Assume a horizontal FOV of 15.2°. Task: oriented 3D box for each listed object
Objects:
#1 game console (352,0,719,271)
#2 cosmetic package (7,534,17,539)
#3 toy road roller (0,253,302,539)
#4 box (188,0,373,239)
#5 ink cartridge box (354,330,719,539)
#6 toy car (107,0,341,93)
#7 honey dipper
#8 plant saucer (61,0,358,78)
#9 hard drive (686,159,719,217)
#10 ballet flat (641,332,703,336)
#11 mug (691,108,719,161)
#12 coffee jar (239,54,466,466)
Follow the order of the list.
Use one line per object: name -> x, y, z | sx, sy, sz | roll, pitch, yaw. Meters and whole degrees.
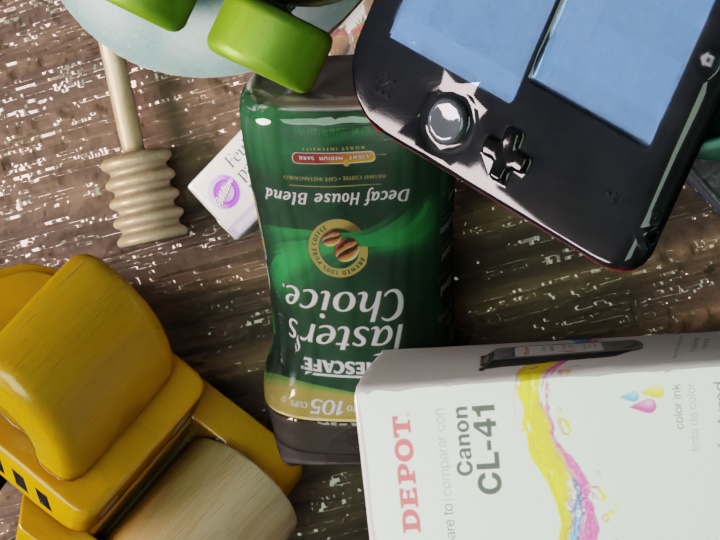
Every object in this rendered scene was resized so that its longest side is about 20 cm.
game console -> 0.090, -0.124, 1.161 | 0.177, 0.031, 0.200 | 35, 110, 35
cosmetic package -> -0.190, 0.204, 1.367 | 0.087, 0.200, 0.103 | 44, 111, 7
toy road roller -> -0.126, 0.080, 1.335 | 0.200, 0.146, 0.123 | 38, 65, 6
box -> -0.004, -0.098, 1.340 | 0.039, 0.041, 0.200 | 47, 109, 6
ink cartridge box -> 0.106, 0.108, 1.233 | 0.200, 0.086, 0.148 | -5, 98, 9
toy car -> -0.080, -0.194, 1.194 | 0.158, 0.200, 0.164 | 27, 94, 31
honey dipper -> -0.125, -0.112, 1.385 | 0.038, 0.038, 0.200 | -10, 91, 20
plant saucer -> -0.077, -0.196, 1.327 | 0.201, 0.039, 0.201 | -2, 84, 17
hard drive -> 0.243, -0.043, 1.263 | 0.200, 0.042, 0.135 | 41, 109, 9
ballet flat -> 0.228, 0.071, 1.285 | 0.200, 0.071, 0.065 | 33, 80, 9
mug -> 0.185, -0.132, 1.178 | 0.185, 0.114, 0.152 | -39, 65, 31
coffee jar -> 0.000, 0.000, 1.308 | 0.104, 0.085, 0.200 | -2, 113, 7
